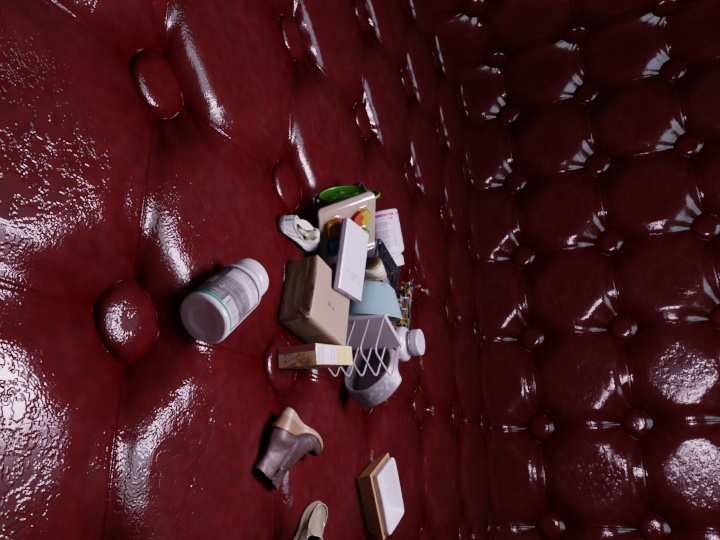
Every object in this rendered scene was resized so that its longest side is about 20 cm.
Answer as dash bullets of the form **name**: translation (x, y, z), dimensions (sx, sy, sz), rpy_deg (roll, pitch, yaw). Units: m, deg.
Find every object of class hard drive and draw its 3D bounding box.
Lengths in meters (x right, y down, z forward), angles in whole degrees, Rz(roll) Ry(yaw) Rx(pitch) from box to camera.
- **hard drive**: translation (-0.025, -0.028, 1.669), dimensions (0.132, 0.025, 0.203), rpy_deg (34, 58, -56)

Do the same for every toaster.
- **toaster**: translation (0.041, 0.013, 1.961), dimensions (0.201, 0.117, 0.183), rpy_deg (55, 34, -43)

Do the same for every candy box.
- **candy box**: translation (-0.114, 0.226, 1.548), dimensions (0.199, 0.114, 0.056), rpy_deg (18, 64, -63)

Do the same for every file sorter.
- **file sorter**: translation (-0.005, 0.222, 1.697), dimensions (0.139, 0.198, 0.125), rpy_deg (60, 36, -37)

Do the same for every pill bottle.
- **pill bottle**: translation (-0.279, 0.057, 1.250), dimensions (0.200, 0.112, 0.114), rpy_deg (-52, 128, -59)
- **pill bottle**: translation (0.094, -0.113, 2.128), dimensions (0.113, 0.112, 0.203), rpy_deg (-15, 95, -65)
- **pill bottle**: translation (0.103, 0.241, 1.916), dimensions (0.111, 0.198, 0.113), rpy_deg (34, 51, -57)

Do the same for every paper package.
- **paper package**: translation (-0.118, 0.090, 1.604), dimensions (0.200, 0.102, 0.193), rpy_deg (48, 40, -49)

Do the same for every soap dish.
- **soap dish**: translation (0.062, 0.685, 1.811), dimensions (0.157, 0.080, 0.203), rpy_deg (-21, 100, -65)

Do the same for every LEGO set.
- **LEGO set**: translation (0.115, 0.106, 2.049), dimensions (0.117, 0.152, 0.201), rpy_deg (81, 25, -43)

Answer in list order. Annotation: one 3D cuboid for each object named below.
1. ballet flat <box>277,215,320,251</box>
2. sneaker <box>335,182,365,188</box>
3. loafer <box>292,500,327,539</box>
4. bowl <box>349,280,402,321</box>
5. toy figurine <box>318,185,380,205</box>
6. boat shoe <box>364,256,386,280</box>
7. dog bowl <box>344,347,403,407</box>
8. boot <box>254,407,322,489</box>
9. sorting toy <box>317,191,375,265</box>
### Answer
- **ballet flat**: translation (-0.152, -0.102, 1.645), dimensions (0.200, 0.069, 0.070), rpy_deg (34, 51, -59)
- **sneaker**: translation (-0.016, -0.181, 1.920), dimensions (0.075, 0.105, 0.202), rpy_deg (-52, 128, -58)
- **loafer**: translation (-0.117, 0.650, 1.444), dimensions (0.076, 0.067, 0.200), rpy_deg (70, 26, -22)
- **bowl**: translation (0.031, 0.093, 1.798), dimensions (0.200, 0.198, 0.107), rpy_deg (23, 69, -62)
- **toy figurine**: translation (-0.023, -0.150, 1.830), dimensions (0.150, 0.197, 0.187), rpy_deg (-42, 132, -53)
- **boat shoe**: translation (0.000, 0.000, 1.793), dimensions (0.074, 0.199, 0.067), rpy_deg (-49, 121, -23)
- **dog bowl**: translation (0.035, 0.304, 1.766), dimensions (0.059, 0.198, 0.202), rpy_deg (47, 39, -29)
- **boot**: translation (-0.173, 0.446, 1.428), dimensions (0.201, 0.072, 0.168), rpy_deg (60, 43, -40)
- **sorting toy**: translation (-0.035, -0.116, 1.734), dimensions (0.037, 0.183, 0.202), rpy_deg (50, -27, 42)
